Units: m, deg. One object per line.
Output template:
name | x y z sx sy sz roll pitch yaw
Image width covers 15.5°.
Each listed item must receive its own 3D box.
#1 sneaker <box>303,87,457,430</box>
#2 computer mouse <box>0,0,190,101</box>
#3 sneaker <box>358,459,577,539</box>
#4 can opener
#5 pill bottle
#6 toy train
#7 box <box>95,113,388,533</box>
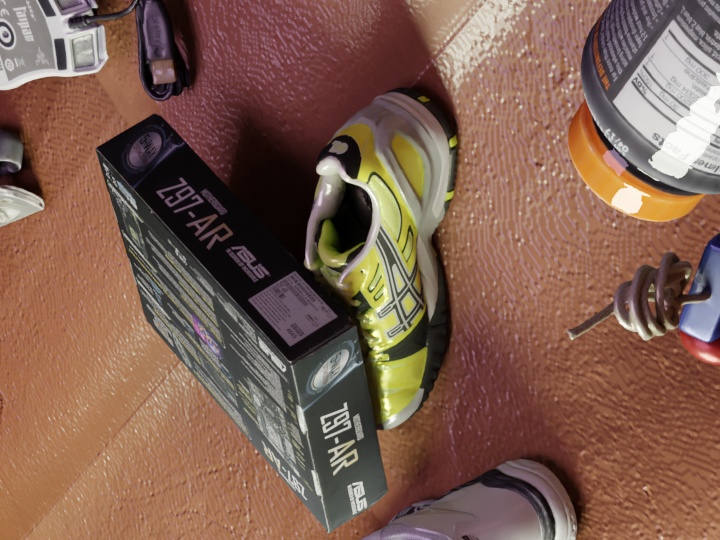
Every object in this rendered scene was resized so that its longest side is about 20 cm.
sneaker | 0.000 0.000 1.419 0.075 0.076 0.200 25 127 38
computer mouse | -0.177 -0.153 1.577 0.200 0.044 0.110 0 113 43
sneaker | 0.024 0.170 1.446 0.200 0.115 0.075 -39 78 51
can opener | -0.274 -0.045 1.750 0.200 0.053 0.067 -16 64 52
pill bottle | 0.164 -0.105 1.151 0.106 0.106 0.200 53 140 16
toy train | 0.190 0.024 1.114 0.116 0.200 0.085 36 133 26
box | -0.066 0.029 1.472 0.200 0.044 0.160 46 160 36
